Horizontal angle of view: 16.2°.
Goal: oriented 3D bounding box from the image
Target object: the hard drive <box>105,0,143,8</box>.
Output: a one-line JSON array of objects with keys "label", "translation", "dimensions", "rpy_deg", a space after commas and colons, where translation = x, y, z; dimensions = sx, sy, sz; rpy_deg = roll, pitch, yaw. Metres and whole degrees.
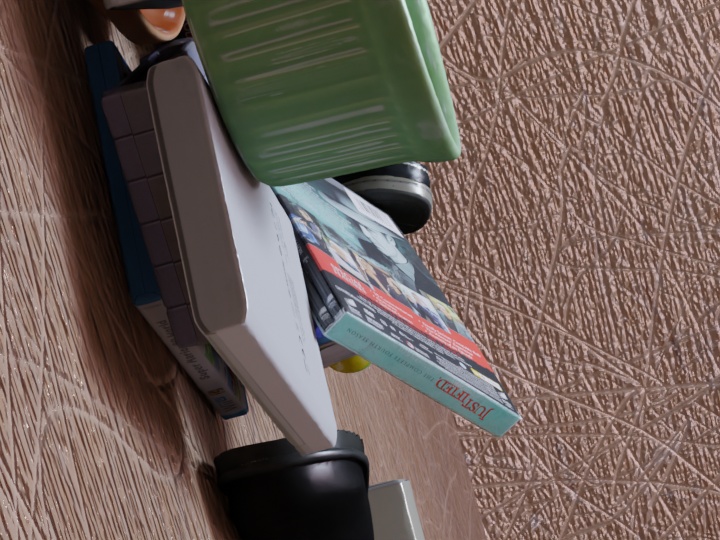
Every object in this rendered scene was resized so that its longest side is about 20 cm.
[{"label": "hard drive", "translation": [-0.120, -0.229, 1.234], "dimensions": [0.132, 0.026, 0.200], "rpy_deg": [-31, 109, -78]}]

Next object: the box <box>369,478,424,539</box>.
[{"label": "box", "translation": [0.015, 0.233, 1.551], "dimensions": [0.068, 0.082, 0.200], "rpy_deg": [35, 41, -82]}]

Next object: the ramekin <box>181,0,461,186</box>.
[{"label": "ramekin", "translation": [-0.026, -0.136, 1.198], "dimensions": [0.200, 0.098, 0.200], "rpy_deg": [-16, 90, -84]}]

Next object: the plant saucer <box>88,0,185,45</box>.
[{"label": "plant saucer", "translation": [-0.137, -0.216, 1.328], "dimensions": [0.200, 0.032, 0.201], "rpy_deg": [-12, 90, -79]}]

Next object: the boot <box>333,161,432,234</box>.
[{"label": "boot", "translation": [0.002, -0.100, 1.595], "dimensions": [0.204, 0.073, 0.154], "rpy_deg": [162, -63, -75]}]

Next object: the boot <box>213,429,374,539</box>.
[{"label": "boot", "translation": [-0.015, 0.180, 1.352], "dimensions": [0.211, 0.079, 0.158], "rpy_deg": [65, 11, -68]}]

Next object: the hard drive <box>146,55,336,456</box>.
[{"label": "hard drive", "translation": [-0.053, -0.002, 1.196], "dimensions": [0.200, 0.026, 0.132], "rpy_deg": [59, 16, -68]}]

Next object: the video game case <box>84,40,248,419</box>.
[{"label": "video game case", "translation": [-0.100, -0.016, 1.329], "dimensions": [0.200, 0.018, 0.143], "rpy_deg": [63, 13, -68]}]

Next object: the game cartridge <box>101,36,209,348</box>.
[{"label": "game cartridge", "translation": [-0.087, -0.041, 1.260], "dimensions": [0.200, 0.038, 0.130], "rpy_deg": [-76, 155, -78]}]

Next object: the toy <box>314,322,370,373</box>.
[{"label": "toy", "translation": [-0.020, 0.036, 1.549], "dimensions": [0.200, 0.115, 0.047], "rpy_deg": [43, 26, -81]}]

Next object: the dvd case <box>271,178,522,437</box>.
[{"label": "dvd case", "translation": [0.000, 0.000, 1.394], "dimensions": [0.146, 0.022, 0.200], "rpy_deg": [32, 19, -39]}]

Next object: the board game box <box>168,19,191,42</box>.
[{"label": "board game box", "translation": [-0.084, -0.080, 1.571], "dimensions": [0.135, 0.029, 0.200], "rpy_deg": [61, 15, -69]}]
